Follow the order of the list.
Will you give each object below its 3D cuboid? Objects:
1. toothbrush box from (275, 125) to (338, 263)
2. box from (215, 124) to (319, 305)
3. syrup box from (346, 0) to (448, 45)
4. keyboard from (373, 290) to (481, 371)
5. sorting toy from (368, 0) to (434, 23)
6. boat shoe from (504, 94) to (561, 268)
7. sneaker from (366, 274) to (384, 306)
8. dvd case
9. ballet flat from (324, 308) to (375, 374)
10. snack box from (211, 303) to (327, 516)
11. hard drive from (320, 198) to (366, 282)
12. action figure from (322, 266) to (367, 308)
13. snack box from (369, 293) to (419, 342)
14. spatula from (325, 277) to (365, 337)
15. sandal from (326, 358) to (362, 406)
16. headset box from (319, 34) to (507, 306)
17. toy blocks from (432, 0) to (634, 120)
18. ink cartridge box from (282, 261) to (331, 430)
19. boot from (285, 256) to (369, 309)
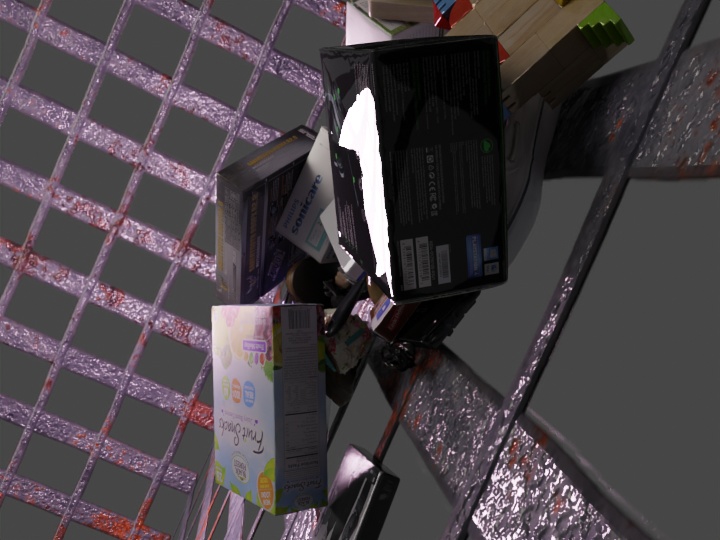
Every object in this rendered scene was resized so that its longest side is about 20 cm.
[{"bbox_3d":[-0.004,-0.097,1.038,0.199,0.085,0.148,-4,-56,-62],"label":"toothbrush box"},{"bbox_3d":[-0.117,-0.066,1.015,0.158,0.048,0.203,-39,-31,-39],"label":"box"},{"bbox_3d":[0.083,-0.274,0.851,0.198,0.079,0.082,-31,-33,-24],"label":"syrup box"},{"bbox_3d":[0.062,0.061,0.765,0.104,0.040,0.200,-44,5,-9],"label":"keyboard"},{"bbox_3d":[0.121,-0.333,0.799,0.070,0.195,0.201,87,-165,-48],"label":"sorting toy"},{"bbox_3d":[0.119,-0.090,0.664,0.072,0.065,0.203,138,155,-67],"label":"boat shoe"},{"bbox_3d":[0.071,-0.056,0.824,0.089,0.066,0.203,-19,44,61],"label":"sneaker"},{"bbox_3d":[-0.026,0.271,0.731,0.150,0.024,0.204,166,126,-78],"label":"dvd case"},{"bbox_3d":[-0.027,0.074,0.895,0.063,0.076,0.200,-35,11,-9],"label":"ballet flat"},{"bbox_3d":[-0.100,0.138,0.839,0.168,0.066,0.205,-6,87,59],"label":"snack box"},{"bbox_3d":[0.039,-0.099,0.831,0.201,0.025,0.133,-49,31,14],"label":"hard drive"},{"bbox_3d":[0.021,-0.021,0.988,0.202,0.069,0.130,-55,-3,14],"label":"action figure"},{"bbox_3d":[0.077,-0.025,0.759,0.202,0.024,0.072,-55,9,8],"label":"snack box"},{"bbox_3d":[0.000,0.000,0.852,0.056,0.020,0.202,-34,24,40],"label":"spatula"},{"bbox_3d":[-0.027,0.095,1.022,0.054,0.082,0.201,-41,20,17],"label":"sandal"},{"bbox_3d":[0.033,-0.091,0.626,0.200,0.091,0.178,-135,38,-70],"label":"headset box"},{"bbox_3d":[0.120,-0.193,0.645,0.136,0.099,0.202,-39,45,20],"label":"toy blocks"},{"bbox_3d":[-0.085,0.122,1.024,0.201,0.040,0.204,-85,-18,-65],"label":"ink cartridge box"},{"bbox_3d":[-0.053,0.014,1.060,0.199,0.074,0.075,1,-84,-62],"label":"boot"}]
